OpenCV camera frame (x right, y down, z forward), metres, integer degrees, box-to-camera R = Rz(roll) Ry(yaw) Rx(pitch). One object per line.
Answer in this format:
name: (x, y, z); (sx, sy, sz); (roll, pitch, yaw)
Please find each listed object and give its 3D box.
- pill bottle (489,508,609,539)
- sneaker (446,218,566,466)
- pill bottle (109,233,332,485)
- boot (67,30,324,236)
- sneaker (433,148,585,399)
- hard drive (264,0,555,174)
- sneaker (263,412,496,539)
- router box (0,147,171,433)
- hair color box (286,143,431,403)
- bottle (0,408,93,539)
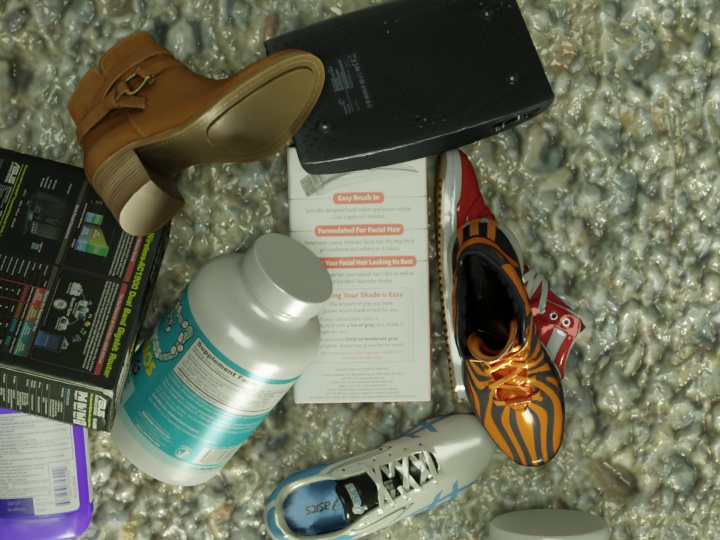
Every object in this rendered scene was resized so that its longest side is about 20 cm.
pill bottle: (0.149, 0.298, 1.413); (0.115, 0.116, 0.202); (-1, 95, -1)
sneaker: (0.102, 0.068, 1.329); (0.077, 0.112, 0.201); (-16, 104, 11)
pill bottle: (-0.103, 0.064, 1.354); (0.111, 0.111, 0.200); (38, 119, -4)
boot: (-0.134, -0.135, 1.351); (0.199, 0.155, 0.074); (-35, 138, 4)
sneaker: (0.117, -0.002, 1.403); (0.112, 0.071, 0.202); (-5, 104, 4)
hard drive: (0.036, -0.145, 1.369); (0.199, 0.042, 0.136); (-15, 60, -5)
sneaker: (0.018, 0.172, 1.421); (0.199, 0.072, 0.072); (-22, 94, 0)
router box: (-0.235, 0.012, 1.349); (0.149, 0.062, 0.201); (14, 53, -1)
hair color box: (0.000, 0.000, 1.407); (0.110, 0.064, 0.202); (-1, 97, 1)
bottle: (-0.260, 0.112, 1.414); (0.083, 0.065, 0.202); (-5, 96, 0)
